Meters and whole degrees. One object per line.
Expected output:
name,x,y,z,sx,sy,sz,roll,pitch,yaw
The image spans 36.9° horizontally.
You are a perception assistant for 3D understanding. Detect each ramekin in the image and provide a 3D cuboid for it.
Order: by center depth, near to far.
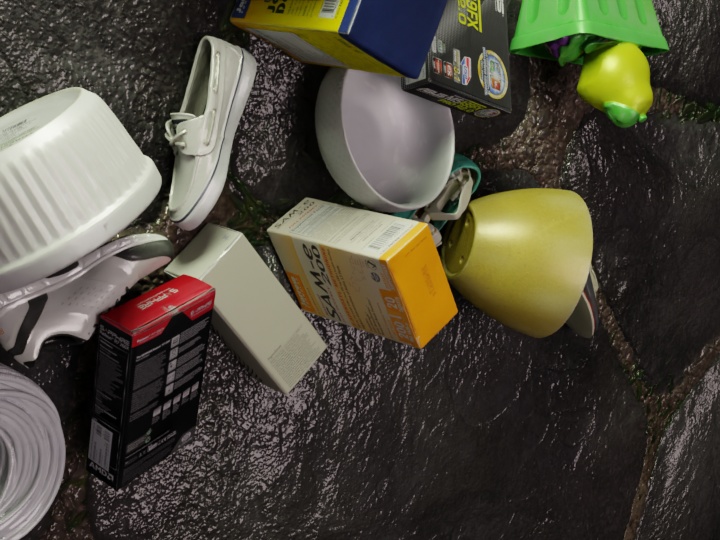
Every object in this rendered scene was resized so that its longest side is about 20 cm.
ramekin,-0.287,-0.076,0.948,0.200,0.200,0.105,-40,117,-26

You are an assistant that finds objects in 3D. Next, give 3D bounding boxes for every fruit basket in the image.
fruit basket,0.316,-0.285,1.444,0.215,0.155,0.216,2,87,-41

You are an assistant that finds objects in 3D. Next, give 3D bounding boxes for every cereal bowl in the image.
cereal bowl,0.017,-0.162,1.247,0.200,0.083,0.201,11,74,-47

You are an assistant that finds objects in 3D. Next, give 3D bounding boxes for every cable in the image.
cable,-0.383,0.182,1.026,0.200,0.069,0.200,-33,124,-31

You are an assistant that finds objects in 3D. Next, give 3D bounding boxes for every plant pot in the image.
plant pot,0.189,-0.024,1.412,0.142,0.200,0.201,13,95,-19

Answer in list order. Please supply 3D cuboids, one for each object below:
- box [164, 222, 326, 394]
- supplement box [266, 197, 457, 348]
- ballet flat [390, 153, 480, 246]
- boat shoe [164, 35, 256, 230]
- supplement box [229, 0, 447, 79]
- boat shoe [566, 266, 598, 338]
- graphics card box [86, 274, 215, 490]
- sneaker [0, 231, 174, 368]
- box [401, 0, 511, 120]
box,-0.126,0.045,1.213,0.082,0.068,0.200,-49,129,-20
supplement box,0.000,0.000,1.221,0.074,0.200,0.126,-42,126,-29
ballet flat,0.086,-0.069,1.366,0.200,0.070,0.067,-53,131,-15
boat shoe,-0.168,-0.144,1.115,0.066,0.072,0.200,21,88,-39
supplement box,-0.023,-0.277,1.112,0.109,0.200,0.110,22,88,-44
boat shoe,0.322,0.012,1.608,0.063,0.071,0.200,-41,123,-28
graphics card box,-0.216,0.114,1.110,0.125,0.051,0.200,-32,141,-51
sneaker,-0.267,0.028,1.062,0.200,0.074,0.080,-29,83,-26
box,0.113,-0.295,1.284,0.160,0.044,0.201,10,75,-45
